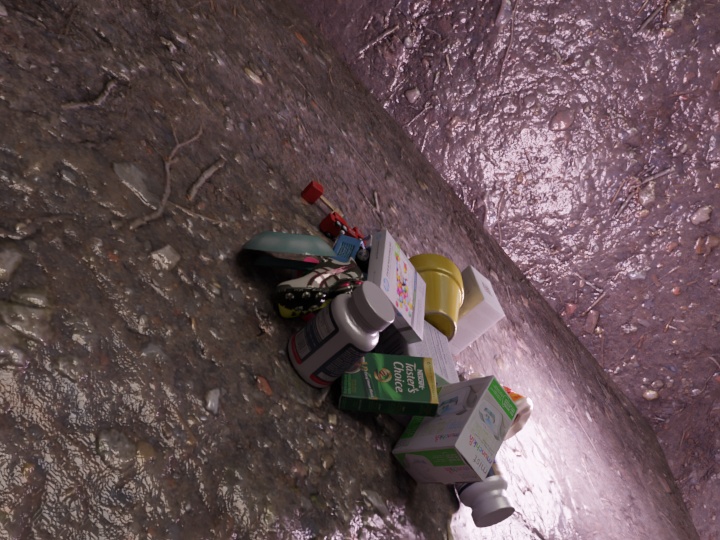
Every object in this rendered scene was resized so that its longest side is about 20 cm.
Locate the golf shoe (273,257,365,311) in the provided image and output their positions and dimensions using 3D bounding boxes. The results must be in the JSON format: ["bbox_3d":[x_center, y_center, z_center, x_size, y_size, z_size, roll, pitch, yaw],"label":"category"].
[{"bbox_3d":[-0.082,0.025,1.190,0.194,0.078,0.090,-3,60,-29],"label":"golf shoe"}]

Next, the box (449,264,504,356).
[{"bbox_3d":[0.299,0.118,1.795,0.105,0.199,0.155,33,27,-30],"label":"box"}]

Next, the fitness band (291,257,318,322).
[{"bbox_3d":[-0.091,0.055,1.355,0.143,0.037,0.203,39,27,-29],"label":"fitness band"}]

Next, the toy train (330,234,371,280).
[{"bbox_3d":[0.000,0.000,1.404,0.111,0.089,0.201,19,-20,18],"label":"toy train"}]

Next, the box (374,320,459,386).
[{"bbox_3d":[0.130,0.207,1.459,0.198,0.104,0.187,36,27,-30],"label":"box"}]

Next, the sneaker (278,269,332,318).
[{"bbox_3d":[-0.083,0.036,1.253,0.196,0.073,0.086,-16,88,-39],"label":"sneaker"}]

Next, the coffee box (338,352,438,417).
[{"bbox_3d":[0.054,0.223,1.217,0.193,0.045,0.125,7,39,-4],"label":"coffee box"}]

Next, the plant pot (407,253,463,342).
[{"bbox_3d":[0.182,0.093,1.621,0.199,0.199,0.192,38,30,-26],"label":"plant pot"}]

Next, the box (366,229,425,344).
[{"bbox_3d":[0.081,0.037,1.326,0.201,0.040,0.159,50,36,-39],"label":"box"}]

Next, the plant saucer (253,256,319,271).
[{"bbox_3d":[-0.123,-0.009,1.281,0.195,0.069,0.020,9,85,-35],"label":"plant saucer"}]

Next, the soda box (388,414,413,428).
[{"bbox_3d":[0.102,0.288,1.324,0.199,0.070,0.064,41,29,-23],"label":"soda box"}]

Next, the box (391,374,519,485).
[{"bbox_3d":[0.185,0.316,1.196,0.097,0.198,0.177,49,55,-10],"label":"box"}]

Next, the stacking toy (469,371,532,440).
[{"bbox_3d":[0.369,0.358,1.709,0.144,0.148,0.200,23,17,-47],"label":"stacking toy"}]

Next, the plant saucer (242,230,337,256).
[{"bbox_3d":[-0.142,-0.056,1.245,0.199,0.195,0.040,-1,98,-62],"label":"plant saucer"}]

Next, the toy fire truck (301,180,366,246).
[{"bbox_3d":[-0.071,-0.143,1.677,0.198,0.048,0.143,35,27,-35],"label":"toy fire truck"}]

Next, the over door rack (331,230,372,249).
[{"bbox_3d":[0.011,-0.041,1.503,0.146,0.196,0.069,31,65,-37],"label":"over door rack"}]

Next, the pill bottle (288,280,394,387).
[{"bbox_3d":[-0.033,0.117,1.154,0.119,0.199,0.121,40,25,-23],"label":"pill bottle"}]

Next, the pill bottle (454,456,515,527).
[{"bbox_3d":[0.253,0.439,1.330,0.114,0.115,0.204,27,33,-44],"label":"pill bottle"}]
